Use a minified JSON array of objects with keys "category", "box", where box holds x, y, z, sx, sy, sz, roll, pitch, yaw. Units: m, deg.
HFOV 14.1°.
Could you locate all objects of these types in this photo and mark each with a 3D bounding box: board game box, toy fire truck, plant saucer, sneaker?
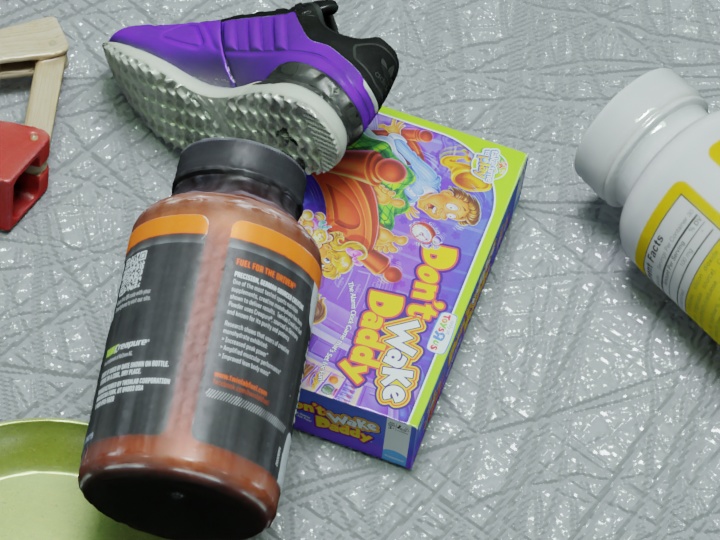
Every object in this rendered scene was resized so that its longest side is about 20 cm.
[{"category":"board game box","box":[0.000,0.000,1.638,0.134,0.045,0.200,18,56,7]},{"category":"toy fire truck","box":[-0.224,-0.129,1.704,0.141,0.049,0.200,19,55,7]},{"category":"plant saucer","box":[-0.165,0.169,1.516,0.199,0.031,0.201,3,55,-4]},{"category":"sneaker","box":[-0.056,-0.116,1.665,0.200,0.070,0.100,18,55,41]}]

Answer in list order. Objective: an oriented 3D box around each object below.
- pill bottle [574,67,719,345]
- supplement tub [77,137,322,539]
[{"category":"pill bottle","box":[0.216,-0.021,1.631,0.111,0.111,0.200,-34,65,-24]},{"category":"supplement tub","box":[-0.078,0.033,1.519,0.107,0.107,0.201,10,65,2]}]
